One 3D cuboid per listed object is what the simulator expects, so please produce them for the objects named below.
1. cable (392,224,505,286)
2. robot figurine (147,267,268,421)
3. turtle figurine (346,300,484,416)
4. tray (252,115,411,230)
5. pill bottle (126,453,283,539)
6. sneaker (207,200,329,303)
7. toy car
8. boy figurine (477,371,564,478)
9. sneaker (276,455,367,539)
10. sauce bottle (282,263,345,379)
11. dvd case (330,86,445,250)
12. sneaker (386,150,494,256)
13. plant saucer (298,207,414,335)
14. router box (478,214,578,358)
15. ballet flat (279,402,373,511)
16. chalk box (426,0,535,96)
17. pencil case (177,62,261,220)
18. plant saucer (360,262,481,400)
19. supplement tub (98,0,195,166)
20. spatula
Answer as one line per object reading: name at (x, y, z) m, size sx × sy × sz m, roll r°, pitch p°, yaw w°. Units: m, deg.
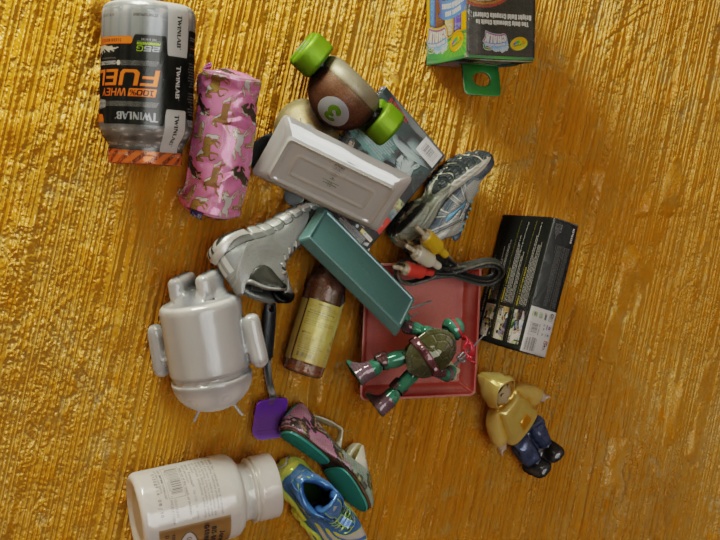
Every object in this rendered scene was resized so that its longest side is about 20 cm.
cable at (0.128, 0.002, 1.577) m, size 0.198 × 0.050 × 0.098 m, roll 22°, pitch 110°, yaw -30°
robot figurine at (-0.207, 0.102, 1.443) m, size 0.166 × 0.113 × 0.204 m, roll -5°, pitch 99°, yaw 17°
turtle figurine at (0.085, 0.115, 1.549) m, size 0.199 × 0.101 × 0.151 m, roll -35°, pitch 97°, yaw -7°
tray at (-0.039, -0.124, 1.450) m, size 0.197 × 0.022 × 0.108 m, roll 24°, pitch 126°, yaw -16°
pill bottle at (-0.211, 0.314, 1.461) m, size 0.197 × 0.114 × 0.117 m, roll -9°, pitch 98°, yaw -23°
sneaker at (-0.105, -0.014, 1.470) m, size 0.198 × 0.075 × 0.117 m, roll -25°, pitch 77°, yaw -32°
toy car at (-0.068, -0.194, 1.470) m, size 0.164 × 0.158 × 0.200 m, roll 41°, pitch 95°, yaw -13°
boy figurine at (0.249, 0.227, 1.679) m, size 0.124 × 0.064 × 0.201 m, roll -41°, pitch 118°, yaw -16°
sneaker at (-0.048, 0.356, 1.543) m, size 0.076 × 0.105 × 0.200 m, roll -47°, pitch 110°, yaw -13°
sauce bottle at (-0.055, 0.051, 1.534) m, size 0.065 × 0.066 × 0.203 m, roll 19°, pitch 89°, yaw -24°
dvd case at (0.018, -0.147, 1.573) m, size 0.146 × 0.022 × 0.201 m, roll 44°, pitch 78°, yaw -21°
sneaker at (0.130, -0.096, 1.607) m, size 0.200 × 0.078 × 0.087 m, roll -44°, pitch 117°, yaw -5°
plant saucer at (0.000, 0.000, 1.494) m, size 0.200 × 0.019 × 0.070 m, roll 45°, pitch 51°, yaw -18°
router box at (0.247, 0.019, 1.621) m, size 0.050 × 0.149 × 0.204 m, roll 16°, pitch 89°, yaw -23°
ballet flat at (-0.037, 0.267, 1.568) m, size 0.200 × 0.069 × 0.072 m, roll 47°, pitch 55°, yaw -20°
chalk box at (0.175, -0.358, 1.570) m, size 0.123 × 0.124 × 0.204 m, roll -1°, pitch 96°, yaw -25°
pencil case at (-0.188, -0.170, 1.431) m, size 0.086 × 0.082 × 0.204 m, roll 1°, pitch 104°, yaw -45°
plant saucer at (0.086, 0.090, 1.617) m, size 0.197 × 0.037 × 0.204 m, roll 0°, pitch 94°, yaw -25°
supplement tub at (-0.274, -0.238, 1.378) m, size 0.120 × 0.122 × 0.204 m, roll 0°, pitch 95°, yaw -24°
spatula at (-0.131, 0.143, 1.531) m, size 0.056 × 0.020 × 0.204 m, roll -3°, pitch 94°, yaw -36°
